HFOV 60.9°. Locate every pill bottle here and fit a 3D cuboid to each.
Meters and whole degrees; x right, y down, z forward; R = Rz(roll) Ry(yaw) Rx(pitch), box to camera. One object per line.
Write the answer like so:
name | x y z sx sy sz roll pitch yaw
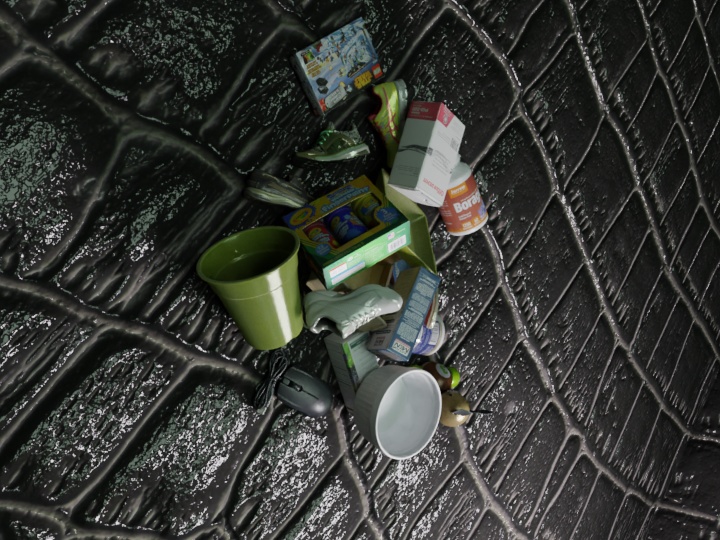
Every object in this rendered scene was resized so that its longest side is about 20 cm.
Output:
pill bottle | 0.237 -0.197 1.534 0.112 0.112 0.201 -42 119 -27
pill bottle | 0.097 0.137 1.463 0.199 0.111 0.112 15 86 -38

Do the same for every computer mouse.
computer mouse | -0.129 0.268 1.335 0.200 0.053 0.139 32 75 -37

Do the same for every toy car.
toy car | 0.223 0.322 1.528 0.164 0.199 0.159 10 89 -39

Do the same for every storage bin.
storage bin | 0.000 0.000 1.338 0.199 0.093 0.201 46 45 -32

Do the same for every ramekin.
ramekin | 0.077 0.306 1.368 0.199 0.105 0.202 -7 102 -38

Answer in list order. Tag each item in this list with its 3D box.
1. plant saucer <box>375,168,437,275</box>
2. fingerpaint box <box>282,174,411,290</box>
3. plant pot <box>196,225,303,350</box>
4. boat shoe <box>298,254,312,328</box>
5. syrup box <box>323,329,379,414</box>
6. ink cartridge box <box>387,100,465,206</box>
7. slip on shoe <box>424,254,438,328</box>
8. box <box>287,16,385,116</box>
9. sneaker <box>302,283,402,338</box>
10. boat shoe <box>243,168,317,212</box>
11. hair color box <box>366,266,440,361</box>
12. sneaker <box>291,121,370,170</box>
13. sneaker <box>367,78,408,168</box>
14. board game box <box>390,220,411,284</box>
plant saucer | 0.093 -0.100 1.392 0.200 0.048 0.201 41 32 -41
fingerpaint box | -0.028 -0.081 1.218 0.199 0.167 0.074 -29 143 -15
plant pot | -0.190 0.045 1.191 0.200 0.199 0.191 -35 127 -30
boat shoe | -0.097 0.031 1.325 0.071 0.067 0.202 -12 101 -35
syrup box | -0.007 0.231 1.410 0.079 0.081 0.201 -28 111 -32
ink cartridge box | 0.152 -0.262 1.394 0.145 0.084 0.201 20 85 -57
slip on shoe | 0.153 0.049 1.463 0.061 0.074 0.201 -1 58 -1
box | -0.048 -0.441 1.324 0.200 0.040 0.137 -40 117 -28
sneaker | -0.014 0.089 1.201 0.078 0.198 0.100 76 8 -50
boat shoe | -0.142 -0.161 1.261 0.199 0.074 0.074 11 89 -40
hair color box | 0.095 0.096 1.340 0.060 0.100 0.201 31 71 -18
sneaker | -0.072 -0.271 1.317 0.199 0.077 0.089 -19 94 -41
sneaker | 0.059 -0.334 1.411 0.090 0.078 0.201 -6 106 -12
board game box | 0.097 -0.077 1.497 0.103 0.019 0.201 -23 109 -36
